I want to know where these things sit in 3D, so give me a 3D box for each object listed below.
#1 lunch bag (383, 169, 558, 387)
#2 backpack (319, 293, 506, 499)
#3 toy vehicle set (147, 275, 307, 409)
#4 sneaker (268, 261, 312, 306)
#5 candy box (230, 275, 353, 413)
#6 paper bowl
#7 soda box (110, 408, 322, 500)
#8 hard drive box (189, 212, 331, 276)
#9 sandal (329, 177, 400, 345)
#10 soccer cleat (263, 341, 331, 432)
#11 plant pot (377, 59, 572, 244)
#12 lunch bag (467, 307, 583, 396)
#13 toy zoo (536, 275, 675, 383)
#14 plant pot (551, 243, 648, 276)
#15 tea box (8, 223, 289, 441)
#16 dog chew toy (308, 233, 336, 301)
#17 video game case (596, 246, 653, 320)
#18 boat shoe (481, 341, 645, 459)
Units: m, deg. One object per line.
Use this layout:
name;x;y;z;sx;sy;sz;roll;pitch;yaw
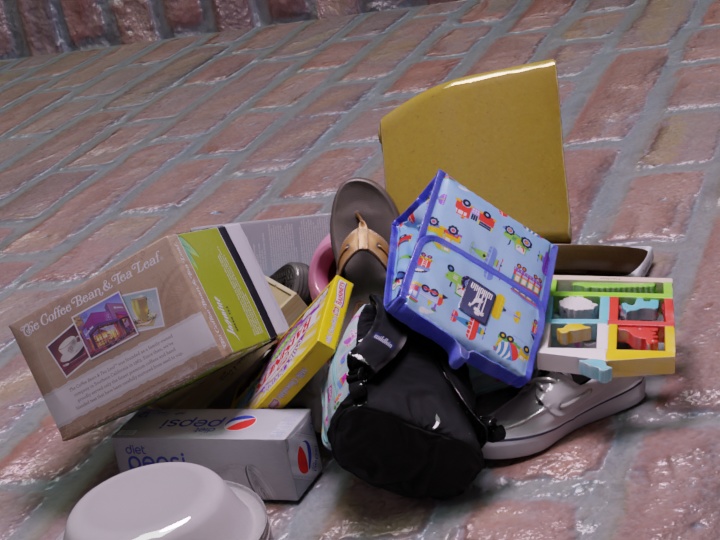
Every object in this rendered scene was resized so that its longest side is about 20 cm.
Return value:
lunch bag;0.099;0.024;1.429;0.094;0.150;0.201;-49;16;36
backpack;0.031;0.115;1.397;0.166;0.127;0.201;27;26;-19
toy vehicle set;-0.161;0.086;1.658;0.200;0.027;0.124;-43;29;-11
sneaker;-0.073;0.042;1.787;0.113;0.077;0.199;16;-19;-25
candy box;-0.076;0.099;1.485;0.200;0.026;0.103;-48;19;36
paper bowl;-0.174;0.239;1.266;0.198;0.105;0.201;-10;21;4
soda box;-0.141;0.179;1.454;0.198;0.069;0.063;-2;21;24
hard drive box;-0.097;-0.030;1.909;0.198;0.078;0.156;-5;2;17
sandal;0.000;0.000;1.562;0.081;0.202;0.055;8;-10;3
soccer cleat;-0.065;0.123;1.572;0.069;0.078;0.200;21;-5;-19
plant pot;0.123;-0.111;1.654;0.198;0.198;0.194;-6;-4;3
lunch bag;0.129;0.075;1.566;0.198;0.078;0.160;-15;22;-9
toy zoo;0.242;0.057;1.451;0.130;0.021;0.200;1;26;10
plant pot;0.218;-0.009;1.645;0.198;0.028;0.200;1;-4;0
tea box;-0.208;0.058;1.504;0.199;0.135;0.197;-27;-4;18
dog chew toy;0.035;0.015;1.685;0.124;0.126;0.199;9;-1;44
video game case;0.228;0.018;1.739;0.198;0.024;0.182;-2;23;25
boat shoe;0.186;0.119;1.434;0.199;0.066;0.073;-22;23;-26
